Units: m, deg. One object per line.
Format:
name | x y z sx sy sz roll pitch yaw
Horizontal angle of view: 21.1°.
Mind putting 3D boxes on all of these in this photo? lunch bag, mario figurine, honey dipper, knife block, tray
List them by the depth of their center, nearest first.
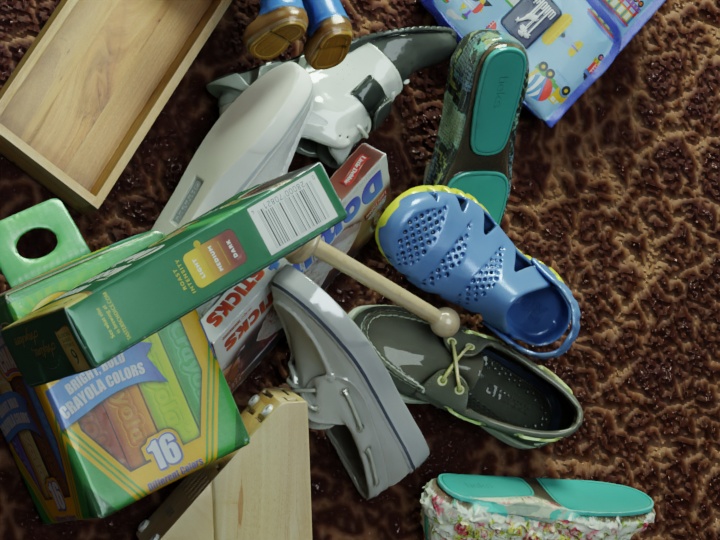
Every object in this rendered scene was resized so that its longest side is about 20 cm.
knife block | -0.060 0.208 1.341 0.175 0.064 0.200 43 84 -15
tray | -0.179 -0.150 1.373 0.098 0.037 0.201 38 68 -19
honey dipper | 0.000 0.000 1.376 0.199 0.038 0.038 28 70 -36
mario figurine | -0.066 -0.235 1.408 0.123 0.105 0.202 47 28 -60
lunch bag | 0.144 -0.225 1.538 0.150 0.094 0.200 43 78 -17

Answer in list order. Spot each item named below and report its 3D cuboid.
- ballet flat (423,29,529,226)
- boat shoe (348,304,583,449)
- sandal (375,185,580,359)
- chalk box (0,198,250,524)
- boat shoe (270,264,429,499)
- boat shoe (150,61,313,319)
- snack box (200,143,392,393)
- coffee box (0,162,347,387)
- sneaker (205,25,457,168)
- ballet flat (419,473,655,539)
ballet flat | 0.081 -0.089 1.476 0.074 0.074 0.202 6 111 -27
boat shoe | 0.079 0.077 1.462 0.200 0.060 0.073 27 71 -22
sandal | 0.097 0.005 1.438 0.199 0.087 0.080 29 102 -31
chalk box | -0.183 0.052 1.291 0.124 0.124 0.202 -26 95 -29
boat shoe | -0.020 0.084 1.386 0.066 0.072 0.201 -41 130 -15
boat shoe | -0.084 -0.050 1.366 0.068 0.072 0.201 31 88 -32
snack box | -0.047 -0.001 1.403 0.024 0.072 0.200 29 63 25
coffee box | -0.115 0.002 1.198 0.199 0.123 0.044 -32 98 -28
sneaker | -0.012 -0.125 1.440 0.198 0.074 0.089 -19 92 -19
ballet flat | 0.130 0.192 1.479 0.198 0.076 0.065 7 110 -22
